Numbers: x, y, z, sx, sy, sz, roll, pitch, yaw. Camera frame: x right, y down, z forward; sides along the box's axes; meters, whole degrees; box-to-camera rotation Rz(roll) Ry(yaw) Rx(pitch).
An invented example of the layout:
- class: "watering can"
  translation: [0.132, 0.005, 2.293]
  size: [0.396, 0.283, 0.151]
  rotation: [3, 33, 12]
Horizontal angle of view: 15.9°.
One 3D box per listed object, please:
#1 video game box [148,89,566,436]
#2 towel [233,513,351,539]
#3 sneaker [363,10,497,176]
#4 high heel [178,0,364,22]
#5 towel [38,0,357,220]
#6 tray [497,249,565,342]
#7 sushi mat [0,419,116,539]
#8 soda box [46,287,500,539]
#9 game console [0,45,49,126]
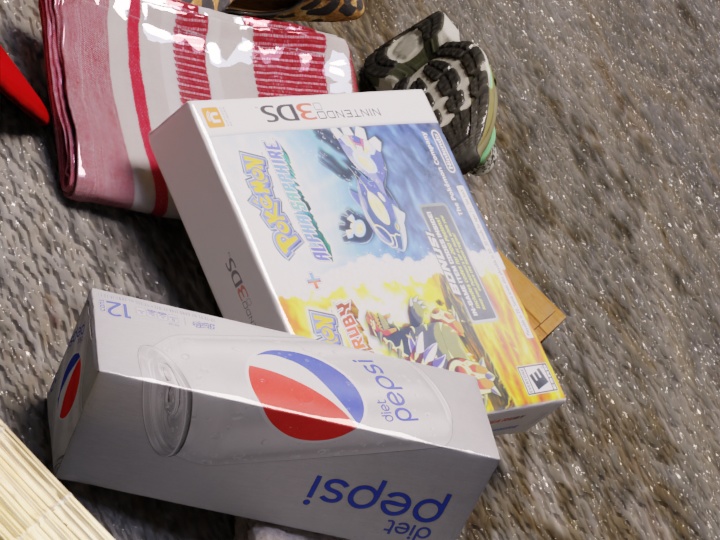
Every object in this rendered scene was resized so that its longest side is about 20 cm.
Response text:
- class: "video game box"
  translation: [0.000, 0.000, 1.358]
  size: [0.182, 0.047, 0.201]
  rotation: [-9, 68, -44]
- class: "towel"
  translation: [-0.003, 0.178, 1.180]
  size: [0.132, 0.034, 0.200]
  rotation: [31, 30, -21]
- class: "sneaker"
  translation: [0.063, -0.093, 1.579]
  size: [0.089, 0.077, 0.200]
  rotation: [49, 11, -22]
- class: "high heel"
  translation: [-0.069, -0.148, 1.528]
  size: [0.199, 0.071, 0.143]
  rotation: [20, 44, -36]
- class: "towel"
  translation: [-0.078, -0.085, 1.405]
  size: [0.199, 0.023, 0.145]
  rotation: [10, 54, -32]
- class: "tray"
  translation: [0.024, -0.020, 1.485]
  size: [0.200, 0.037, 0.099]
  rotation: [44, 28, 5]
- class: "sushi mat"
  translation: [-0.122, 0.146, 1.067]
  size: [0.200, 0.012, 0.096]
  rotation: [45, 42, 11]
- class: "soda box"
  translation: [-0.041, 0.072, 1.192]
  size: [0.199, 0.068, 0.064]
  rotation: [14, 32, -19]
- class: "game console"
  translation: [-0.271, -0.141, 1.302]
  size: [0.172, 0.119, 0.200]
  rotation: [-29, 69, -28]
